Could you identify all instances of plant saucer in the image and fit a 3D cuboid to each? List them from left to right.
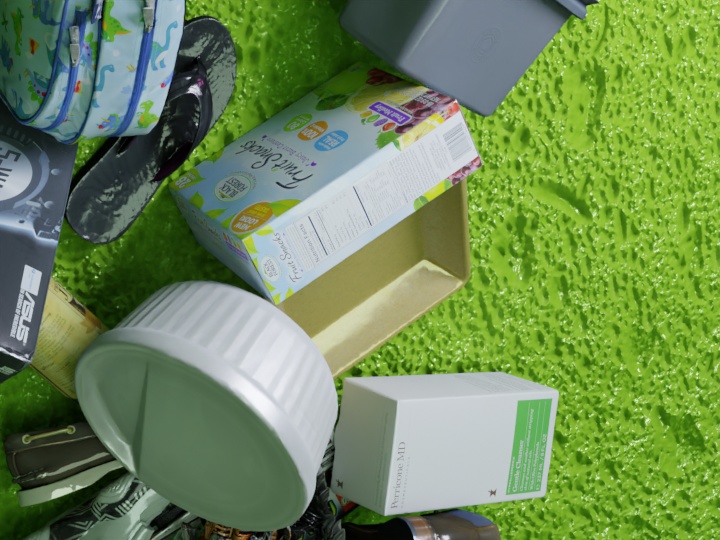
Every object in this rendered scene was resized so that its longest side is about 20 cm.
[{"bbox_3d":[0.000,0.000,1.205,0.199,0.048,0.201,-36,152,-14],"label":"plant saucer"}]

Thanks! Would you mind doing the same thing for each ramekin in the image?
[{"bbox_3d":[-0.109,0.096,1.081,0.095,0.201,0.203,-57,130,-37],"label":"ramekin"}]

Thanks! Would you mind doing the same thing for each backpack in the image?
[{"bbox_3d":[-0.188,-0.188,1.011,0.153,0.163,0.201,-24,139,-25],"label":"backpack"}]

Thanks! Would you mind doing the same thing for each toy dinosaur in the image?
[{"bbox_3d":[-0.084,0.236,1.233,0.134,0.103,0.201,-14,143,-8],"label":"toy dinosaur"}]

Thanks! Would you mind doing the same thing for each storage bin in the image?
[{"bbox_3d":[0.073,-0.219,1.149,0.135,0.145,0.199,-55,149,11],"label":"storage bin"}]

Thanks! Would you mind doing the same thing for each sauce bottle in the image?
[{"bbox_3d":[-0.259,0.027,1.100,0.065,0.065,0.200,-46,125,-6],"label":"sauce bottle"}]

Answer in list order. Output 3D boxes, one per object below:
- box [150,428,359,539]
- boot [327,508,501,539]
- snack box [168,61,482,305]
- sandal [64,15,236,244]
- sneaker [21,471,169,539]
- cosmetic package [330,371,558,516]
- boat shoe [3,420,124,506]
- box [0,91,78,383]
[{"bbox_3d":[-0.096,0.216,1.278,0.199,0.035,0.111,-34,121,-14],"label":"box"},{"bbox_3d":[0.041,0.255,1.281,0.096,0.200,0.076,-1,77,-28],"label":"boot"},{"bbox_3d":[-0.031,-0.075,1.126,0.199,0.168,0.068,-36,120,-14],"label":"snack box"},{"bbox_3d":[-0.155,-0.104,1.119,0.075,0.048,0.201,32,92,-33],"label":"sandal"},{"bbox_3d":[-0.200,0.239,1.182,0.199,0.075,0.115,-33,91,-8],"label":"sneaker"},{"bbox_3d":[0.077,0.153,1.299,0.199,0.085,0.109,-1,101,-39],"label":"cosmetic package"},{"bbox_3d":[-0.194,0.131,1.174,0.199,0.072,0.060,-20,90,-28],"label":"boat shoe"},{"bbox_3d":[-0.288,-0.043,0.997,0.160,0.043,0.202,31,48,-33],"label":"box"}]
